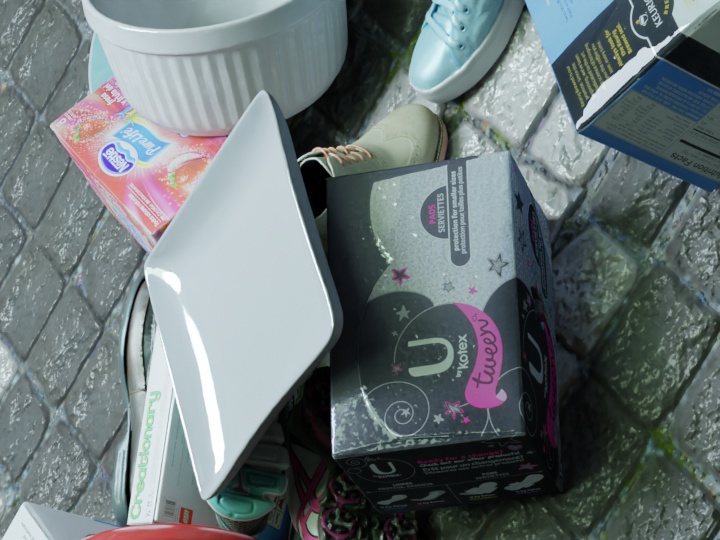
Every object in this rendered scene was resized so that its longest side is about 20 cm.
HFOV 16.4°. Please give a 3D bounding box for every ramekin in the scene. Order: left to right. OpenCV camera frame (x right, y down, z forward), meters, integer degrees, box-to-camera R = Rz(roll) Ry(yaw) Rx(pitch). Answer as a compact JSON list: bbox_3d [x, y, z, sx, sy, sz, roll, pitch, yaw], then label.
[{"bbox_3d":[-0.103,-0.187,1.877,0.200,0.200,0.105,43,152,49],"label":"ramekin"}]

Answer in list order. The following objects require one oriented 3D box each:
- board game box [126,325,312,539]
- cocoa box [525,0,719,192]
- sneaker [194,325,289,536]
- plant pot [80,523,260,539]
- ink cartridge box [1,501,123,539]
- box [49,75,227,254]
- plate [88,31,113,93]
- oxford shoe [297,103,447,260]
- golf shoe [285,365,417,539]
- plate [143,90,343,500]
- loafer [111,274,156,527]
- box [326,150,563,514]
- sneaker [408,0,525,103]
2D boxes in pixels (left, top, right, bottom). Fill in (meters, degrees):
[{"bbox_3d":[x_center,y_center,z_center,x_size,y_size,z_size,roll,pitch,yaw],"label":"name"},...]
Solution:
[{"bbox_3d":[-0.095,0.098,1.790,0.035,0.126,0.201,-10,66,47],"label":"board game box"},{"bbox_3d":[0.192,-0.175,1.562,0.131,0.133,0.200,-43,45,30],"label":"cocoa box"},{"bbox_3d":[-0.081,0.095,1.735,0.091,0.077,0.201,95,-178,-60],"label":"sneaker"},{"bbox_3d":[-0.127,0.276,1.691,0.200,0.200,0.183,-23,57,43],"label":"plant pot"},{"bbox_3d":[-0.225,0.288,1.847,0.200,0.144,0.085,-59,41,13],"label":"ink cartridge box"},{"bbox_3d":[-0.143,-0.066,1.918,0.095,0.103,0.200,-38,41,-7],"label":"box"},{"bbox_3d":[-0.158,-0.203,2.078,0.200,0.026,0.201,-25,55,42],"label":"plate"},{"bbox_3d":[-0.005,-0.061,1.735,0.071,0.074,0.200,10,46,34],"label":"oxford shoe"},{"bbox_3d":[-0.010,0.165,1.711,0.200,0.072,0.092,-99,26,-45],"label":"golf shoe"},{"bbox_3d":[-0.072,0.018,1.637,0.200,0.032,0.200,-53,42,41],"label":"plate"},{"bbox_3d":[-0.145,0.102,1.909,0.063,0.072,0.201,-3,78,29],"label":"loafer"},{"bbox_3d":[0.055,0.040,1.612,0.132,0.115,0.201,-8,65,15],"label":"box"},{"bbox_3d":[0.077,-0.215,1.758,0.200,0.082,0.074,-60,39,12],"label":"sneaker"}]
